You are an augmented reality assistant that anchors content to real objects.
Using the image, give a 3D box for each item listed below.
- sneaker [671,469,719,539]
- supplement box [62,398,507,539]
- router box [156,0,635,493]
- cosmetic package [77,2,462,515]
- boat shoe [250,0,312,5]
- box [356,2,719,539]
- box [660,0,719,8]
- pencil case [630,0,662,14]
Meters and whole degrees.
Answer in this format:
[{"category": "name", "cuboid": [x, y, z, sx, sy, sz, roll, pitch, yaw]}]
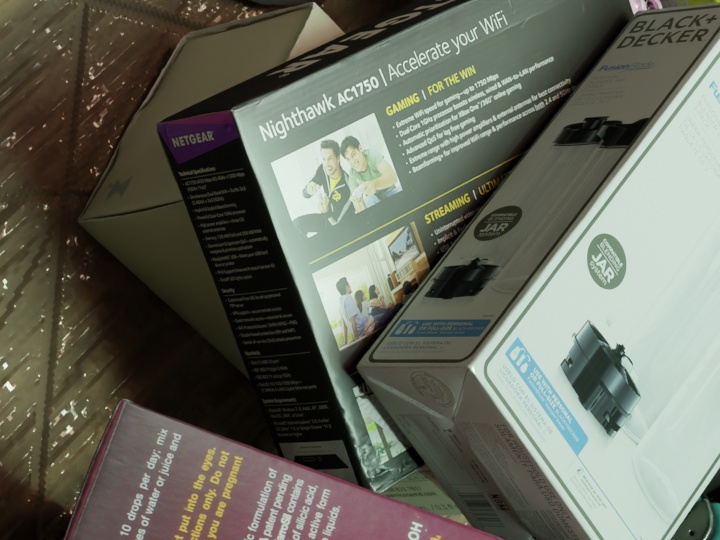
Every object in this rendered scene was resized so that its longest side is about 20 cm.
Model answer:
[{"category": "sneaker", "cuboid": [0.125, 0.138, 1.233, 0.200, 0.080, 0.071, -49, 116, -40]}, {"category": "supplement box", "cuboid": [-0.012, 0.135, 1.015, 0.200, 0.110, 0.086, 20, 59, -2]}, {"category": "router box", "cuboid": [0.036, -0.023, 1.076, 0.200, 0.051, 0.149, -28, 104, -37]}, {"category": "cosmetic package", "cuboid": [0.000, 0.000, 1.138, 0.200, 0.087, 0.103, 42, 59, -29]}, {"category": "boat shoe", "cuboid": [0.035, -0.168, 1.151, 0.071, 0.200, 0.070, 31, 46, -60]}, {"category": "box", "cuboid": [0.100, 0.007, 1.052, 0.200, 0.060, 0.117, -50, 118, -31]}, {"category": "box", "cuboid": [0.183, -0.108, 1.274, 0.122, 0.048, 0.200, 20, 24, -16]}, {"category": "pencil case", "cuboid": [0.071, -0.158, 1.216, 0.087, 0.087, 0.200, 11, 53, -43]}]
